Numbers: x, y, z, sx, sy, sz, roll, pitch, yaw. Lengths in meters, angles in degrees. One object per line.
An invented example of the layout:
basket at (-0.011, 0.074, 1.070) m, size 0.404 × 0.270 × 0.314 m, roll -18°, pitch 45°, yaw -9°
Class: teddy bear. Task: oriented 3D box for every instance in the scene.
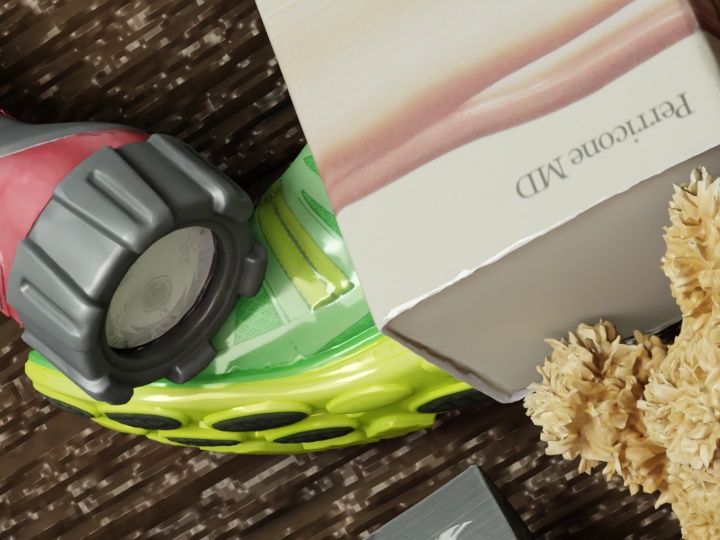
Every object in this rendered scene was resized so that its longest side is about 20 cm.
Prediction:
teddy bear at (0.100, 0.057, 0.645) m, size 0.145 × 0.200 × 0.067 m, roll 36°, pitch 65°, yaw 4°

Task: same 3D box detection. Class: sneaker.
sneaker at (0.000, 0.000, 0.793) m, size 0.199 × 0.074 × 0.084 m, roll -16°, pitch 69°, yaw 23°

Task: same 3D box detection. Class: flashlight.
flashlight at (-0.112, -0.044, 0.787) m, size 0.200 × 0.068 × 0.068 m, roll 40°, pitch 103°, yaw 32°

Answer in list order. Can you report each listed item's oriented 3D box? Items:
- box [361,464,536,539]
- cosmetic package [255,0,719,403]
box at (0.010, 0.166, 0.729) m, size 0.158 × 0.200 × 0.048 m, roll -34°, pitch 133°, yaw 5°
cosmetic package at (0.028, -0.084, 0.708) m, size 0.103 × 0.087 × 0.201 m, roll -29°, pitch 66°, yaw 16°
